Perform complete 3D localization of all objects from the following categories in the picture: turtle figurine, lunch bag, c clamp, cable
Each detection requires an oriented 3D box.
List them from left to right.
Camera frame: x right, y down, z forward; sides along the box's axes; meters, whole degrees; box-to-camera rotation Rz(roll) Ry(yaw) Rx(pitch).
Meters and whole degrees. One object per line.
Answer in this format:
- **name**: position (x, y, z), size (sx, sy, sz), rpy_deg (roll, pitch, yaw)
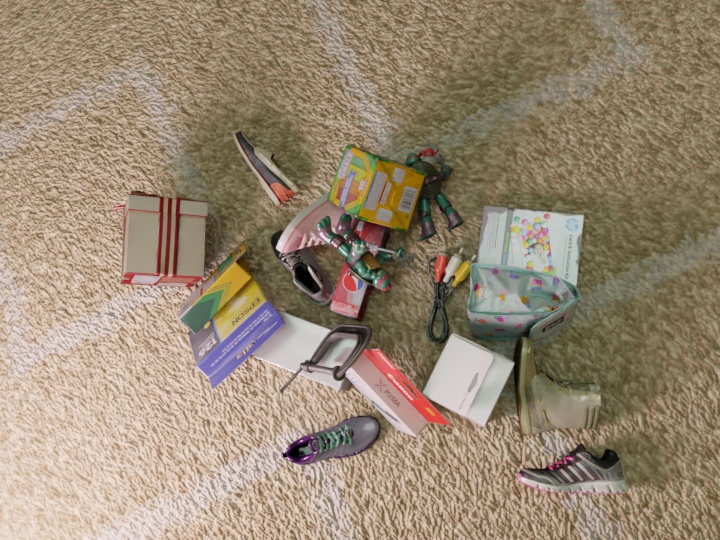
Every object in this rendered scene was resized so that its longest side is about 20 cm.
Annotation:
- **c clamp**: position (-0.057, 0.169, 1.270), size (0.027, 0.200, 0.171), rpy_deg (45, 63, -19)
- **turtle figurine**: position (0.010, -0.030, 1.310), size (0.200, 0.150, 0.101), rpy_deg (41, 104, 23)
- **turtle figurine**: position (0.132, -0.172, 1.409), size (0.149, 0.101, 0.201), rpy_deg (-23, 81, 6)
- **cable**: position (0.161, 0.044, 1.379), size (0.097, 0.050, 0.201), rpy_deg (19, 82, 18)
- **lunch bag**: position (0.308, 0.067, 1.281), size (0.199, 0.170, 0.123), rpy_deg (4, 69, 13)

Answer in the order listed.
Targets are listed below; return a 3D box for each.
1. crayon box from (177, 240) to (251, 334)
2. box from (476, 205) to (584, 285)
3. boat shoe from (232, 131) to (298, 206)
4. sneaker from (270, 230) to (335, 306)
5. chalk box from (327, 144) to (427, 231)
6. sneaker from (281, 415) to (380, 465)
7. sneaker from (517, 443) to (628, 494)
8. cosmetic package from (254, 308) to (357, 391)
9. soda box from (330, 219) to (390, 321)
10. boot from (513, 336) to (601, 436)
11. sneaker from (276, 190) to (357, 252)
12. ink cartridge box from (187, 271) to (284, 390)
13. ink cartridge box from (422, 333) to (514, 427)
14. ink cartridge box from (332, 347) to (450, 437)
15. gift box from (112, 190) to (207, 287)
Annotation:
- **crayon box**: position (-0.297, 0.033, 1.435), size (0.200, 0.126, 0.052), rpy_deg (-46, 106, 0)
- **box**: position (0.340, -0.043, 1.366), size (0.199, 0.041, 0.157), rpy_deg (8, 81, 12)
- **boat shoe**: position (-0.214, -0.236, 1.505), size (0.062, 0.071, 0.200), rpy_deg (-35, 76, -3)
- **sneaker**: position (-0.129, -0.018, 1.418), size (0.075, 0.115, 0.200), rpy_deg (-41, 74, 1)
- **chalk box**: position (0.021, -0.175, 1.379), size (0.200, 0.123, 0.125), rpy_deg (35, 109, 59)
- **sneaker**: position (-0.057, 0.345, 1.344), size (0.199, 0.088, 0.075), rpy_deg (-23, 75, 7)
- **sneaker**: position (0.391, 0.366, 1.256), size (0.199, 0.074, 0.088), rpy_deg (-1, 79, 6)
- **cosmetic package**: position (-0.105, 0.163, 1.396), size (0.199, 0.081, 0.113), rpy_deg (20, 83, 16)
- **soda box**: position (0.000, 0.000, 1.411), size (0.063, 0.070, 0.201), rpy_deg (17, 82, 12)
- **boot**: position (0.368, 0.213, 1.266), size (0.154, 0.072, 0.201), rpy_deg (-5, 107, 9)
- **sneaker**: position (-0.080, -0.083, 1.410), size (0.105, 0.075, 0.200), rpy_deg (40, 52, 8)
- **ink cartridge box**: position (-0.264, 0.118, 1.397), size (0.198, 0.047, 0.200), rpy_deg (-43, 30, 0)
- **ink cartridge box**: position (0.203, 0.204, 1.260), size (0.125, 0.200, 0.129), rpy_deg (25, 84, 15)
- **ink cartridge box**: position (0.053, 0.228, 1.264), size (0.200, 0.176, 0.045), rpy_deg (47, 71, -10)
- **gift box**: position (-0.432, -0.068, 1.445), size (0.184, 0.200, 0.188), rpy_deg (5, 80, -28)
